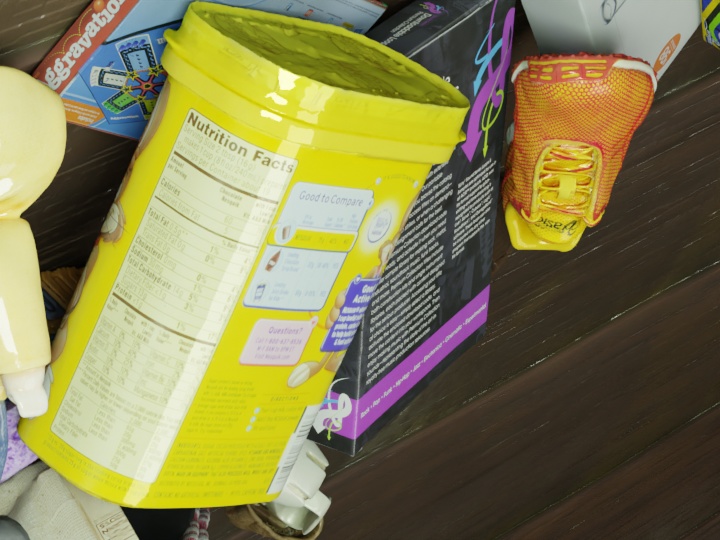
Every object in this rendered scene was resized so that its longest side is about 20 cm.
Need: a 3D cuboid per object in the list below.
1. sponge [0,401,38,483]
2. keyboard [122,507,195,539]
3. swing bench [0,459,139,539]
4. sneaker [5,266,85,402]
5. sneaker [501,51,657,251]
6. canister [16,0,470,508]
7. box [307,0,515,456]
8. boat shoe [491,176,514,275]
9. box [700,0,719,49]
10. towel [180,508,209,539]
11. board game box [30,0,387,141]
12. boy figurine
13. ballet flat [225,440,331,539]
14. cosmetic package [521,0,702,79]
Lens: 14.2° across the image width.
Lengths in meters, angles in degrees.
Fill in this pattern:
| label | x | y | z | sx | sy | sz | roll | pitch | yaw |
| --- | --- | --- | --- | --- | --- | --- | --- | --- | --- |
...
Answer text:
| label | x | y | z | sx | sy | sz | roll | pitch | yaw |
| --- | --- | --- | --- | --- | --- | --- | --- | --- | --- |
| sponge | -0.240 | 0.117 | 1.245 | 0.200 | 0.030 | 0.111 | -32 | -164 | -29 |
| keyboard | -0.142 | 0.139 | 1.481 | 0.200 | 0.020 | 0.128 | -56 | 145 | -48 |
| swing bench | -0.189 | 0.175 | 1.287 | 0.198 | 0.130 | 0.200 | -28 | 173 | -11 |
| sneaker | -0.117 | 0.046 | 1.363 | 0.200 | 0.075 | 0.088 | -14 | 146 | -53 |
| sneaker | 0.107 | -0.057 | 1.421 | 0.073 | 0.078 | 0.200 | 2 | 164 | 2 |
| canister | -0.052 | -0.003 | 1.233 | 0.148 | 0.086 | 0.201 | 4 | 115 | -55 |
| box | 0.023 | -0.030 | 1.390 | 0.143 | 0.036 | 0.201 | -38 | 141 | -52 |
| boat shoe | 0.000 | 0.005 | 1.500 | 0.202 | 0.075 | 0.075 | -34 | 136 | -43 |
| box | 0.209 | -0.162 | 1.424 | 0.070 | 0.064 | 0.200 | -53 | 161 | -10 |
| towel | -0.134 | 0.200 | 1.591 | 0.146 | 0.030 | 0.200 | -46 | -170 | 5 |
| board game box | -0.063 | -0.098 | 1.255 | 0.103 | 0.019 | 0.200 | -50 | 160 | 11 |
| boy figurine | -0.163 | 0.013 | 1.158 | 0.064 | 0.124 | 0.201 | -2 | 104 | -42 |
| ballet flat | -0.051 | 0.113 | 1.630 | 0.068 | 0.072 | 0.200 | -55 | 163 | -16 |
| cosmetic package | 0.144 | -0.170 | 1.430 | 0.151 | 0.052 | 0.200 | -51 | 162 | -6 |
